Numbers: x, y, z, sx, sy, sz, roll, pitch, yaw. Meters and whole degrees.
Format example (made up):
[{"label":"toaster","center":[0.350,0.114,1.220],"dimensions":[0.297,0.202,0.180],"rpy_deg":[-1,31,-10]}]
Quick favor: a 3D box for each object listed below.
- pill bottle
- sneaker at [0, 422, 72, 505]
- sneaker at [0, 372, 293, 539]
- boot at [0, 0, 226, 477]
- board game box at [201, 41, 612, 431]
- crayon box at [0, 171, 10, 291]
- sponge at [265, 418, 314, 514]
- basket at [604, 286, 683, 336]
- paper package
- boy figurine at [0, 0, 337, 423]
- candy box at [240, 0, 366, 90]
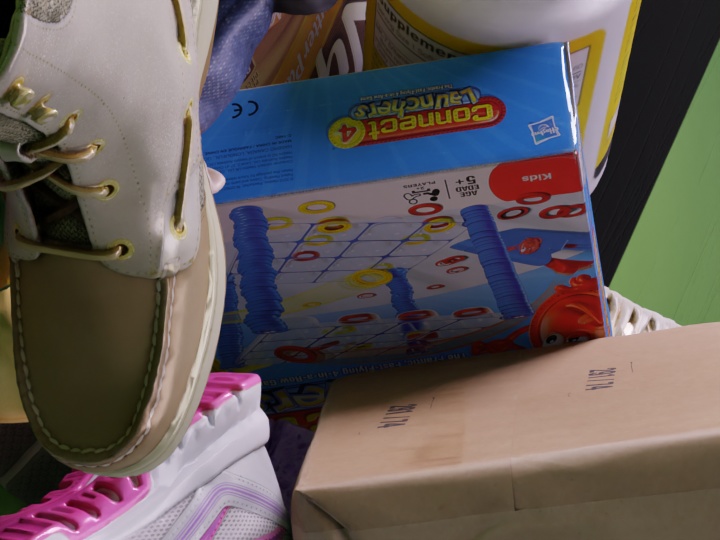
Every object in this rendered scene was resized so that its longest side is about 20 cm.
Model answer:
[{"label":"pill bottle","center":[0.059,-0.111,0.945],"dimensions":[0.200,0.114,0.114],"rpy_deg":[95,14,-56]},{"label":"sneaker","center":[-0.104,0.062,0.905],"dimensions":[0.200,0.070,0.080],"rpy_deg":[59,3,-45]},{"label":"sneaker","center":[-0.096,0.120,0.799],"dimensions":[0.200,0.081,0.088],"rpy_deg":[-35,105,-23]},{"label":"boot","center":[-0.094,-0.034,0.666],"dimensions":[0.155,0.072,0.201],"rpy_deg":[-3,97,-74]},{"label":"board game box","center":[0.000,0.000,0.952],"dimensions":[0.196,0.199,0.056],"rpy_deg":[72,12,-55]},{"label":"crayon box","center":[-0.151,-0.079,0.679],"dimensions":[0.119,0.058,0.201],"rpy_deg":[-34,131,-66]},{"label":"sponge","center":[0.032,0.153,1.003],"dimensions":[0.112,0.200,0.030],"rpy_deg":[-68,-164,-6]},{"label":"basket","center":[0.067,0.111,1.160],"dimensions":[0.161,0.200,0.199],"rpy_deg":[27,71,-41]},{"label":"paper package","center":[0.074,0.095,0.871],"dimensions":[0.200,0.190,0.104],"rpy_deg":[-78,160,-80]},{"label":"boy figurine","center":[-0.087,-0.040,0.795],"dimensions":[0.200,0.064,0.124],"rpy_deg":[-61,150,-18]},{"label":"candy box","center":[-0.037,-0.110,0.989],"dimensions":[0.116,0.055,0.200],"rpy_deg":[-57,154,-20]}]
